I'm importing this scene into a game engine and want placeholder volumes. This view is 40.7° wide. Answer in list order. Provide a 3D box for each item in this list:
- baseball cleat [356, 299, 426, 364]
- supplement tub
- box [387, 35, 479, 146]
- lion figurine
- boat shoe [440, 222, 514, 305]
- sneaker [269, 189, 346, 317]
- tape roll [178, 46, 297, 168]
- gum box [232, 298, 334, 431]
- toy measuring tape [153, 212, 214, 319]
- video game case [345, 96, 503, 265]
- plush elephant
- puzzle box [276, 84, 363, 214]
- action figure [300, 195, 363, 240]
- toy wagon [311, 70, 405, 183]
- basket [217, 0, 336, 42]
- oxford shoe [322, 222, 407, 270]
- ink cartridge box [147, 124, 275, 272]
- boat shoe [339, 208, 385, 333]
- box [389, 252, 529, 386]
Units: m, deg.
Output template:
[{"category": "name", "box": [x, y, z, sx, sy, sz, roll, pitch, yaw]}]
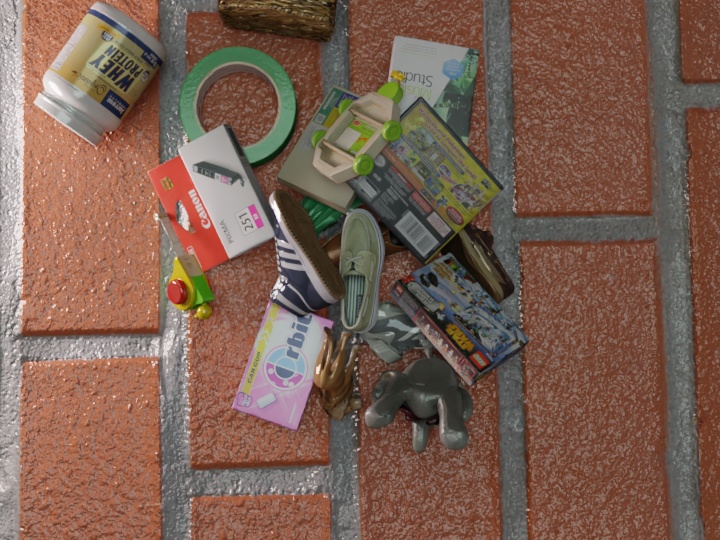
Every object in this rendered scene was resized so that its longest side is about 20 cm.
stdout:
[{"category": "baseball cleat", "box": [0.092, 0.109, 1.618, 0.198, 0.070, 0.108, 13, 99, 5]}, {"category": "supplement tub", "box": [-0.429, -0.321, 1.600, 0.144, 0.144, 0.201, 33, 86, 2]}, {"category": "box", "box": [0.112, -0.273, 1.592, 0.143, 0.036, 0.202, 8, 85, -5]}, {"category": "lion figurine", "box": [-0.044, 0.165, 1.547, 0.072, 0.200, 0.124, 15, 77, 21]}, {"category": "boat shoe", "box": [0.191, -0.036, 1.628, 0.072, 0.072, 0.201, -28, 79, -32]}, {"category": "sneaker", "box": [-0.114, -0.021, 1.550, 0.108, 0.070, 0.201, -31, 86, 34]}, {"category": "tape roll", "box": [-0.206, -0.274, 1.646, 0.198, 0.048, 0.203, 0, 86, 0]}, {"category": "gum box", "box": [-0.124, 0.150, 1.604, 0.112, 0.066, 0.202, 19, 85, 0]}, {"category": "toy measuring tape", "box": [-0.304, 0.001, 1.622, 0.073, 0.074, 0.201, -31, 73, -2]}, {"category": "video game case", "box": [0.099, -0.142, 1.559, 0.181, 0.026, 0.200, -43, 99, 5]}, {"category": "plush elephant", "box": [0.101, 0.216, 1.560, 0.163, 0.156, 0.201, 7, 52, 8]}, {"category": "puzzle box", "box": [-0.034, -0.204, 1.615, 0.132, 0.025, 0.201, 25, 71, 15]}, {"category": "action figure", "box": [-0.067, -0.095, 1.616, 0.118, 0.055, 0.200, 36, 77, 30]}, {"category": "toy wagon", "box": [0.009, -0.229, 1.539, 0.200, 0.155, 0.040, -49, 128, -3]}, {"category": "basket", "box": [-0.133, -0.482, 1.614, 0.198, 0.143, 0.151, 9, 86, 0]}, {"category": "oxford shoe", "box": [0.024, -0.050, 1.620, 0.198, 0.071, 0.072, -17, 88, 0]}, {"category": "ink cartridge box", "box": [-0.249, -0.113, 1.603, 0.172, 0.044, 0.202, -25, 92, 14]}, {"category": "boat shoe", "box": [0.000, 0.000, 1.564, 0.071, 0.062, 0.203, -3, 87, 17]}, {"category": "box", "box": [0.159, 0.074, 1.558, 0.136, 0.040, 0.200, -25, 66, -40]}]
